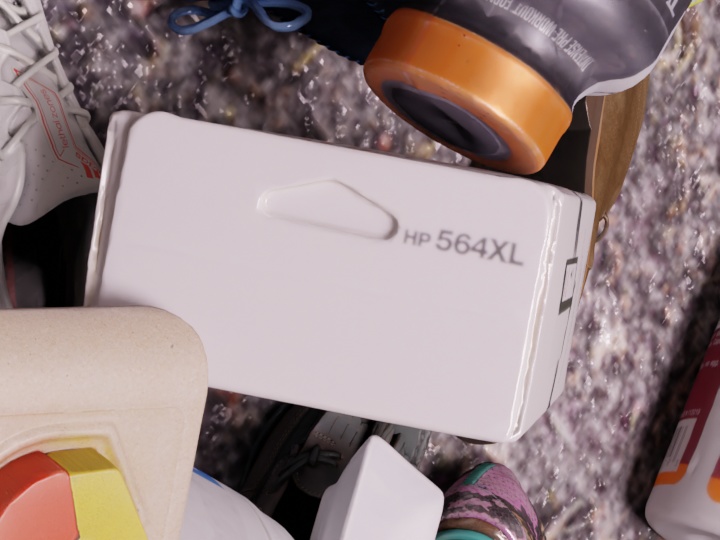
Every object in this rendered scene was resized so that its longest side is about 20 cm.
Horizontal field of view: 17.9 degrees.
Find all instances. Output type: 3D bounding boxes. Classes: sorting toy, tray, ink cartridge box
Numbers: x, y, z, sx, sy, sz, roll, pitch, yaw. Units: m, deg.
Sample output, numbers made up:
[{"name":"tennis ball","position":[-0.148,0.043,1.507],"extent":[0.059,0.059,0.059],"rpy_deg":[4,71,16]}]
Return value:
[{"name":"sorting toy","position":[-0.132,0.111,0.655],"extent":[0.185,0.036,0.200],"rpy_deg":[-1,105,-38]},{"name":"tray","position":[-0.015,0.165,0.845],"extent":[0.107,0.022,0.200],"rpy_deg":[49,54,-67]},{"name":"ink cartridge box","position":[0.000,0.000,0.793],"extent":[0.200,0.146,0.084],"rpy_deg":[-7,107,-80]}]

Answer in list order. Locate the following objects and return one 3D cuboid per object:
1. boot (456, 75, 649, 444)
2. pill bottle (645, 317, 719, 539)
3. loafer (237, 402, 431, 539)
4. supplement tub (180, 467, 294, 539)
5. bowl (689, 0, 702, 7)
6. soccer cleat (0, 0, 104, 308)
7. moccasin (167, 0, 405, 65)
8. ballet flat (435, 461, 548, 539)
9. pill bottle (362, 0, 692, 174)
[{"name":"boot","position":[0.085,-0.019,0.984],"extent":[0.075,0.074,0.200],"rpy_deg":[22,80,-52]},{"name":"pill bottle","position":[0.222,0.048,1.085],"extent":[0.114,0.114,0.200],"rpy_deg":[34,75,-40]},{"name":"loafer","position":[-0.023,0.111,0.899],"extent":[0.072,0.063,0.200],"rpy_deg":[47,66,-19]},{"name":"supplement tub","position":[-0.125,0.102,0.767],"extent":[0.200,0.132,0.132],"rpy_deg":[34,74,-41]},{"name":"bowl","position":[0.081,-0.205,0.915],"extent":[0.200,0.108,0.201],"rpy_deg":[-9,105,-37]},{"name":"soccer cleat","position":[-0.121,-0.053,0.775],"extent":[0.069,0.085,0.200],"rpy_deg":[-20,110,-38]},{"name":"moccasin","position":[-0.059,-0.125,0.833],"extent":[0.200,0.080,0.068],"rpy_deg":[33,60,-27]},{"name":"ballet flat","position":[0.078,0.173,1.016],"extent":[0.071,0.069,0.200],"rpy_deg":[-48,127,-50]},{"name":"pill bottle","position":[0.078,-0.134,0.791],"extent":[0.106,0.106,0.200],"rpy_deg":[38,77,-39]}]
